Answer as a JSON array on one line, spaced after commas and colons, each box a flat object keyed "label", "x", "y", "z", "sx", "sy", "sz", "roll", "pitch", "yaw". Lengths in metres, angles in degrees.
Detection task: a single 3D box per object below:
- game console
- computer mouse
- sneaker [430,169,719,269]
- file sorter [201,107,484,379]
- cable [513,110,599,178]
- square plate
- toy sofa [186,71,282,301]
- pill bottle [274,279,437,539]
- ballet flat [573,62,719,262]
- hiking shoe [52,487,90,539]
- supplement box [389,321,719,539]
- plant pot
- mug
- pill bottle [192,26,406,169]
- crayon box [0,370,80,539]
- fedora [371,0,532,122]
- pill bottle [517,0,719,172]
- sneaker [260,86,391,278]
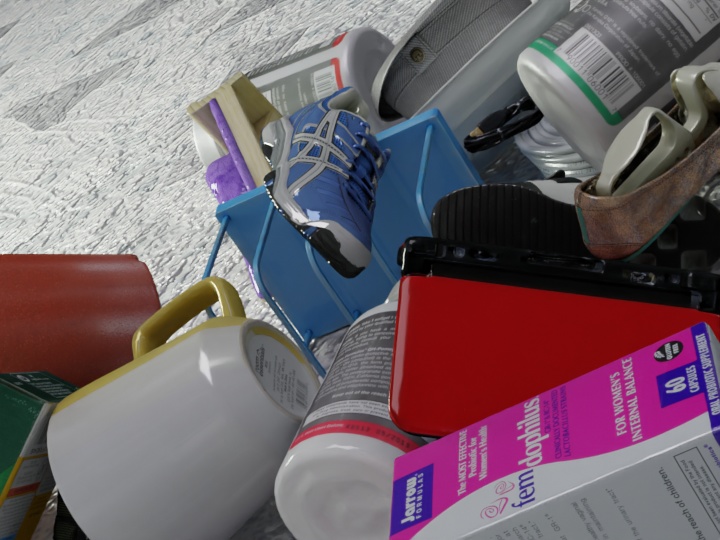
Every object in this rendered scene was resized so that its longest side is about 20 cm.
[{"label": "game console", "x": 0.117, "y": 0.049, "z": 1.063, "sx": 0.199, "sy": 0.119, "sz": 0.172, "roll": 8, "pitch": -2, "yaw": -1}, {"label": "computer mouse", "x": 0.145, "y": -0.152, "z": 1.317, "sx": 0.200, "sy": 0.034, "sz": 0.058, "roll": -41, "pitch": 25, "yaw": -32}, {"label": "sneaker", "x": 0.148, "y": -0.030, "z": 1.191, "sx": 0.199, "sy": 0.075, "sz": 0.089, "roll": 3, "pitch": 15, "yaw": 2}, {"label": "file sorter", "x": 0.000, "y": 0.000, "z": 1.285, "sx": 0.199, "sy": 0.139, "sz": 0.123, "roll": -23, "pitch": 30, "yaw": 22}, {"label": "cable", "x": 0.220, "y": -0.133, "z": 1.342, "sx": 0.199, "sy": 0.069, "sz": 0.200, "roll": -17, "pitch": 29, "yaw": 34}, {"label": "square plate", "x": 0.101, "y": -0.125, "z": 1.396, "sx": 0.198, "sy": 0.028, "sz": 0.200, "roll": -44, "pitch": -15, "yaw": -13}, {"label": "toy sofa", "x": -0.096, "y": -0.074, "z": 1.520, "sx": 0.097, "sy": 0.083, "sz": 0.200, "roll": -36, "pitch": 45, "yaw": 9}, {"label": "pill bottle", "x": 0.027, "y": 0.090, "z": 1.110, "sx": 0.110, "sy": 0.111, "sz": 0.200, "roll": -17, "pitch": 29, "yaw": 32}, {"label": "ballet flat", "x": 0.213, "y": -0.090, "z": 1.112, "sx": 0.200, "sy": 0.067, "sz": 0.068, "roll": -45, "pitch": 30, "yaw": -17}, {"label": "hiking shoe", "x": -0.199, "y": 0.174, "z": 1.244, "sx": 0.076, "sy": 0.101, "sz": 0.200, "roll": -7, "pitch": 35, "yaw": 46}, {"label": "supplement box", "x": 0.124, "y": 0.129, "z": 0.931, "sx": 0.199, "sy": 0.104, "sz": 0.101, "roll": -27, "pitch": 26, "yaw": 18}, {"label": "plant pot", "x": -0.265, "y": 0.069, "z": 1.373, "sx": 0.194, "sy": 0.202, "sz": 0.201, "roll": -5, "pitch": 15, "yaw": -22}, {"label": "mug", "x": -0.115, "y": 0.093, "z": 1.162, "sx": 0.153, "sy": 0.187, "sz": 0.149, "roll": -37, "pitch": -19, "yaw": 23}, {"label": "pill bottle", "x": -0.057, "y": -0.152, "z": 1.662, "sx": 0.199, "sy": 0.114, "sz": 0.114, "roll": -17, "pitch": 29, "yaw": 33}, {"label": "crayon box", "x": -0.267, "y": 0.172, "z": 1.221, "sx": 0.126, "sy": 0.051, "sz": 0.201, "roll": 21, "pitch": -87, "yaw": -83}, {"label": "fedora", "x": 0.103, "y": -0.181, "z": 1.494, "sx": 0.200, "sy": 0.090, "sz": 0.177, "roll": -45, "pitch": -14, "yaw": 19}, {"label": "pill bottle", "x": 0.218, "y": -0.169, "z": 1.203, "sx": 0.200, "sy": 0.113, "sz": 0.113, "roll": -40, "pitch": 24, "yaw": -2}, {"label": "sneaker", "x": -0.020, "y": -0.069, "z": 1.189, "sx": 0.077, "sy": 0.076, "sz": 0.200, "roll": -36, "pitch": 34, "yaw": 11}]
